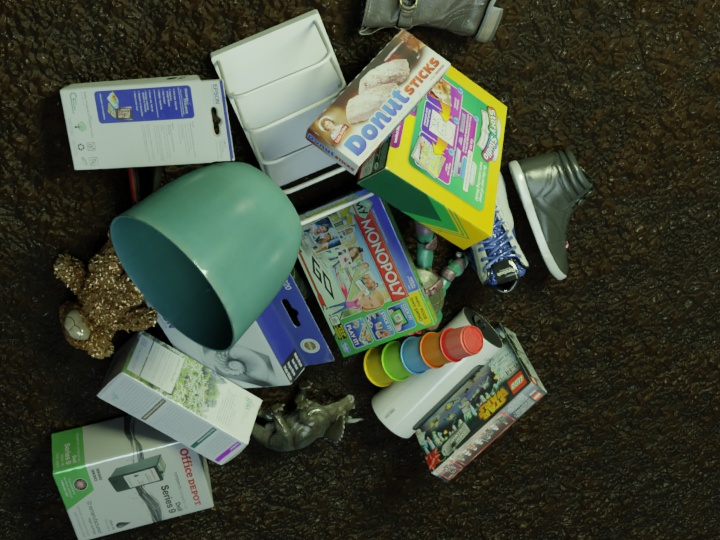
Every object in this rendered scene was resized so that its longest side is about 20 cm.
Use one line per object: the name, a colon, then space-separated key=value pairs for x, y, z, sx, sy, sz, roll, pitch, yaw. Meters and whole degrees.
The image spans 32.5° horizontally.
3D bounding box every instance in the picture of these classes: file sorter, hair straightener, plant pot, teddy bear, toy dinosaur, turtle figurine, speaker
file sorter: x=-0.071 y=-0.177 z=1.471 sx=0.139 sy=0.125 sz=0.200 roll=-23 pitch=126 yaw=1
hair straightener: x=-0.248 y=-0.076 z=1.537 sx=0.077 sy=0.041 sz=0.200 roll=1 pitch=124 yaw=-3
plant pot: x=-0.165 y=-0.032 z=1.449 sx=0.161 sy=0.200 sz=0.201 roll=-44 pitch=131 yaw=-26
teddy bear: x=-0.318 y=0.028 z=1.557 sx=0.200 sy=0.067 sz=0.145 roll=-30 pitch=107 yaw=22
toy dinosaur: x=-0.098 y=0.223 z=1.766 sx=0.200 sy=0.077 sz=0.102 roll=-21 pitch=119 yaw=-4
turtle figurine: x=0.078 y=0.009 z=1.658 sx=0.149 sy=0.101 sz=0.200 roll=-17 pitch=120 yaw=-3
speaker: x=0.109 y=0.146 z=1.766 sx=0.081 sy=0.081 sz=0.200 roll=34 pitch=109 yaw=-31

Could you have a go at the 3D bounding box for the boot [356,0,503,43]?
boot: x=0.089 y=-0.357 z=1.429 sx=0.174 sy=0.069 sz=0.200 roll=9 pitch=114 yaw=-11

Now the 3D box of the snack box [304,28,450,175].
snack box: x=0.022 y=-0.193 z=1.399 sx=0.072 sy=0.200 sz=0.024 roll=37 pitch=147 yaw=3

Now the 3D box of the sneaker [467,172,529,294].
sneaker: x=0.178 y=-0.046 z=1.631 sx=0.080 sy=0.115 sz=0.200 roll=-21 pitch=126 yaw=-1

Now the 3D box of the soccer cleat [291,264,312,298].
soccer cleat: x=-0.124 y=-0.034 z=1.591 sx=0.081 sy=0.068 sz=0.200 roll=-43 pitch=120 yaw=14

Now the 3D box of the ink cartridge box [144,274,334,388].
ink cartridge box: x=-0.160 y=0.075 z=1.622 sx=0.200 sy=0.041 sz=0.200 roll=-9 pitch=129 yaw=23

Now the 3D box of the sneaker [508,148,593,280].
sneaker: x=0.275 y=-0.077 z=1.661 sx=0.099 sy=0.071 sz=0.200 roll=-21 pitch=122 yaw=6

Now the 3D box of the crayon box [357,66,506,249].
crayon box: x=0.091 y=-0.152 z=1.486 sx=0.172 sy=0.200 sz=0.058 roll=31 pitch=144 yaw=-30

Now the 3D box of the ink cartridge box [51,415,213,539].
ink cartridge box: x=-0.320 y=0.283 z=1.742 sx=0.200 sy=0.084 sz=0.146 roll=-14 pitch=126 yaw=-6

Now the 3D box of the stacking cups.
stacking cups: x=0.085 y=0.116 z=1.680 sx=0.060 sy=0.061 sz=0.200 roll=27 pitch=153 yaw=-29

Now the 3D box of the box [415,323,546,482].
box: x=0.163 y=0.189 z=1.773 sx=0.040 sy=0.137 sz=0.200 roll=34 pitch=109 yaw=-34

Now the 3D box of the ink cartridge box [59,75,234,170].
ink cartridge box: x=-0.242 y=-0.172 z=1.430 sx=0.200 sy=0.039 sz=0.100 roll=-1 pitch=110 yaw=12

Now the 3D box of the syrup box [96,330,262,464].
syrup box: x=-0.240 y=0.172 z=1.654 sx=0.200 sy=0.079 sz=0.081 roll=33 pitch=134 yaw=-18

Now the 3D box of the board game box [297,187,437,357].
board game box: x=0.000 y=0.000 z=1.603 sx=0.134 sy=0.029 sz=0.200 roll=-21 pitch=102 yaw=17
